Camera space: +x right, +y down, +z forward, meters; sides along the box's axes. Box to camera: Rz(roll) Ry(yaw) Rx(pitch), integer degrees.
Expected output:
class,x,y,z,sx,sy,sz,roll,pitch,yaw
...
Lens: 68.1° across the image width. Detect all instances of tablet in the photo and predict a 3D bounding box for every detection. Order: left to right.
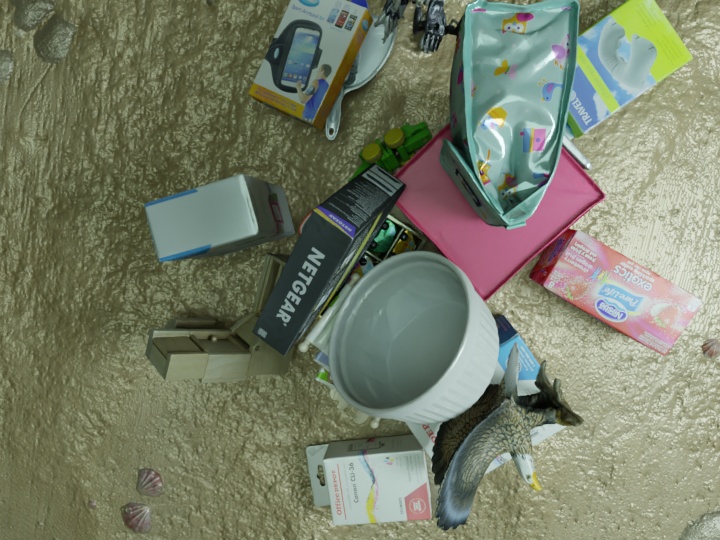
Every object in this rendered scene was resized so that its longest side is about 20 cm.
class,x,y,z,sx,sy,sz,roll,pitch,yaw
tablet,0.248,-0.184,0.715,0.014,0.200,0.130,-42,90,18

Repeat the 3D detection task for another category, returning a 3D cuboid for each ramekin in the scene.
class,x,y,z,sx,sy,sz,roll,pitch,yaw
ramekin,0.068,0.087,0.639,0.200,0.200,0.105,-46,130,9

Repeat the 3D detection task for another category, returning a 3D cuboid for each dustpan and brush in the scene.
class,x,y,z,sx,sy,sz,roll,pitch,yaw
dustpan and brush,-0.027,-0.295,0.803,0.139,0.057,0.201,9,97,5

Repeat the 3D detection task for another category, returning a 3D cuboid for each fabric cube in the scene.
class,x,y,z,sx,sy,sz,roll,pitch,yaw
fabric cube,0.169,-0.103,0.734,0.196,0.199,0.200,-42,91,8

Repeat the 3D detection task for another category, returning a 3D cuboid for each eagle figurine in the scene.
class,x,y,z,sx,sy,sz,roll,pitch,yaw
eagle figurine,0.158,0.200,0.634,0.200,0.151,0.152,-27,134,8

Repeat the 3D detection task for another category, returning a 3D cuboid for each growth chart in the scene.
class,x,y,z,sx,sy,sz,roll,pitch,yaw
growth chart,0.003,0.120,0.730,0.145,0.018,0.200,-48,121,-14

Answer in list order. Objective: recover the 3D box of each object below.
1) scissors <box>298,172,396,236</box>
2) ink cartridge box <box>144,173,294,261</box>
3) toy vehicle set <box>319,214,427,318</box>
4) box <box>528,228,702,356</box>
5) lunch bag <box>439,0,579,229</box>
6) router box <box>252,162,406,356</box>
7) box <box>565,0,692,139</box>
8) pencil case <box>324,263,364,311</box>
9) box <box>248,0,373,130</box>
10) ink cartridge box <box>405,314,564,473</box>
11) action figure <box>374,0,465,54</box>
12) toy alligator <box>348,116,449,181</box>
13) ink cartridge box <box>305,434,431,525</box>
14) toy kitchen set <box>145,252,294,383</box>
class,x,y,z,sx,sy,sz,roll,pitch,yaw
scissors,-0.015,-0.112,0.846,0.073,0.014,0.200,44,100,1
ink cartridge box,-0.193,-0.073,0.779,0.144,0.200,0.085,-15,91,7
toy vehicle set,0.000,0.000,0.844,0.124,0.027,0.200,31,99,-3
box,0.363,0.026,0.776,0.200,0.100,0.096,30,99,2
lunch bag,0.144,-0.142,0.546,0.122,0.170,0.201,2,94,6
router box,-0.037,-0.014,0.632,0.052,0.157,0.200,35,127,4
box,0.348,-0.288,0.770,0.200,0.048,0.122,-35,91,8
pencil case,-0.004,0.073,0.798,0.088,0.088,0.200,-25,100,9
box,-0.069,-0.321,0.776,0.119,0.041,0.200,28,98,16
ink cartridge box,0.175,0.189,0.792,0.200,0.145,0.147,-33,93,9
action figure,0.078,-0.362,0.754,0.119,0.200,0.102,-1,133,-26
toy alligator,0.063,-0.197,0.811,0.200,0.059,0.054,-32,52,9
ink cartridge box,0.009,0.342,0.867,0.199,0.067,0.117,-8,95,7
toy kitchen set,-0.216,0.051,0.818,0.163,0.200,0.181,27,105,45
